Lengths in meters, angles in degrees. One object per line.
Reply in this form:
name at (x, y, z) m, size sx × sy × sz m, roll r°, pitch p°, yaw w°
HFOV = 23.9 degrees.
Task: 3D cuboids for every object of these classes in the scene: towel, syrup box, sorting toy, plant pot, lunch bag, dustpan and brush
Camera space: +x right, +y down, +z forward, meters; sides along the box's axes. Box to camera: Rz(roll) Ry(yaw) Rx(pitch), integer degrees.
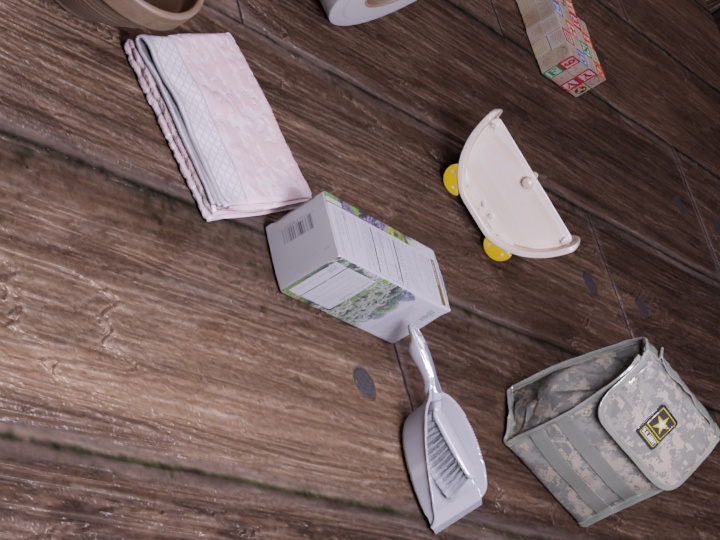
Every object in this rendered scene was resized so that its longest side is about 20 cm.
towel at (-0.138, -0.148, 1.702) m, size 0.191 × 0.032 × 0.201 m, roll -14°, pitch 77°, yaw -63°
syrup box at (0.000, 0.000, 1.743) m, size 0.200 × 0.079 × 0.082 m, roll 25°, pitch 42°, yaw -49°
sorting toy at (0.196, -0.106, 2.190) m, size 0.201 × 0.107 × 0.180 m, roll 58°, pitch 19°, yaw -3°
plant pot at (-0.244, -0.300, 1.596) m, size 0.201 × 0.092 × 0.201 m, roll 40°, pitch 33°, yaw -33°
lunch bag at (0.291, 0.179, 1.946) m, size 0.164 × 0.200 × 0.118 m, roll 48°, pitch 28°, yaw -25°
dustpan and brush at (0.078, 0.154, 1.747) m, size 0.201 × 0.057 × 0.139 m, roll 63°, pitch 26°, yaw 6°

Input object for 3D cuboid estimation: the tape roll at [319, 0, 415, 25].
tape roll at (0.022, -0.404, 2.052) m, size 0.140 × 0.202 × 0.202 m, roll 63°, pitch 26°, yaw 7°

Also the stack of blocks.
stack of blocks at (0.311, -0.388, 2.711) m, size 0.115 × 0.058 × 0.201 m, roll 22°, pitch 45°, yaw -52°
